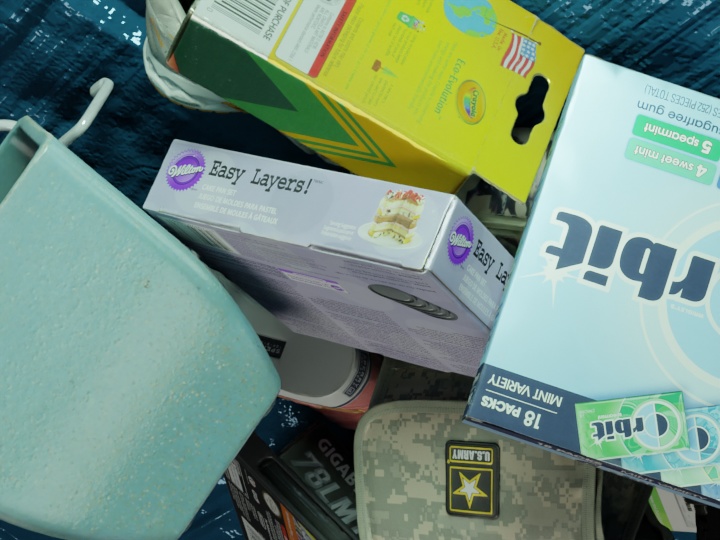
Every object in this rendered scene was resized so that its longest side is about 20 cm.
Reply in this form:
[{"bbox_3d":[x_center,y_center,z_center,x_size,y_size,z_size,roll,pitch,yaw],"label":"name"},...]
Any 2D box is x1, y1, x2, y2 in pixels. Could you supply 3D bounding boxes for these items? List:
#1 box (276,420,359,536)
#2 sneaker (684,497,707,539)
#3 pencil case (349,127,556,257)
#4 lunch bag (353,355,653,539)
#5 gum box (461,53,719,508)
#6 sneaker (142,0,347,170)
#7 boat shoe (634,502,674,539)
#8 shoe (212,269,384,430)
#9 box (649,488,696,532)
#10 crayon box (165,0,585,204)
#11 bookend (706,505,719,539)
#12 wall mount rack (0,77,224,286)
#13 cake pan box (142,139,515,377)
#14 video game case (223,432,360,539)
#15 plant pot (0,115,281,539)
[{"bbox_3d":[0.003,0.211,1.428,0.200,0.050,0.199,50,165,6],"label":"box"},{"bbox_3d":[0.217,0.163,1.188,0.071,0.200,0.099,-9,121,28],"label":"sneaker"},{"bbox_3d":[0.090,-0.041,1.147,0.200,0.089,0.078,6,133,23],"label":"pencil case"},{"bbox_3d":[0.094,0.094,1.208,0.164,0.200,0.118,-1,146,31],"label":"lunch bag"},{"bbox_3d":[0.164,0.010,1.036,0.170,0.200,0.045,18,172,2],"label":"gum box"},{"bbox_3d":[-0.036,-0.120,1.125,0.200,0.076,0.092,15,151,11],"label":"sneaker"},{"bbox_3d":[0.152,0.174,1.226,0.063,0.200,0.073,0,119,-7],"label":"boat shoe"},{"bbox_3d":[-0.060,0.058,1.363,0.200,0.072,0.091,17,168,35],"label":"shoe"},{"bbox_3d":[0.243,0.118,1.300,0.200,0.036,0.144,0,136,27],"label":"box"},{"bbox_3d":[0.011,-0.115,1.071,0.200,0.127,0.051,30,143,-6],"label":"crayon box"},{"bbox_3d":[0.298,0.098,1.096,0.200,0.199,0.092,-19,145,41],"label":"bookend"},{"bbox_3d":[-0.175,-0.039,1.316,0.200,0.075,0.174,41,137,-20],"label":"wall mount rack"},{"bbox_3d":[0.000,0.000,1.120,0.200,0.052,0.184,12,161,34],"label":"cake pan box"},{"bbox_3d":[-0.025,0.204,1.365,0.181,0.025,0.200,43,160,28],"label":"video game case"},{"bbox_3d":[-0.163,0.052,1.153,0.200,0.196,0.196,36,178,-15],"label":"plant pot"}]
